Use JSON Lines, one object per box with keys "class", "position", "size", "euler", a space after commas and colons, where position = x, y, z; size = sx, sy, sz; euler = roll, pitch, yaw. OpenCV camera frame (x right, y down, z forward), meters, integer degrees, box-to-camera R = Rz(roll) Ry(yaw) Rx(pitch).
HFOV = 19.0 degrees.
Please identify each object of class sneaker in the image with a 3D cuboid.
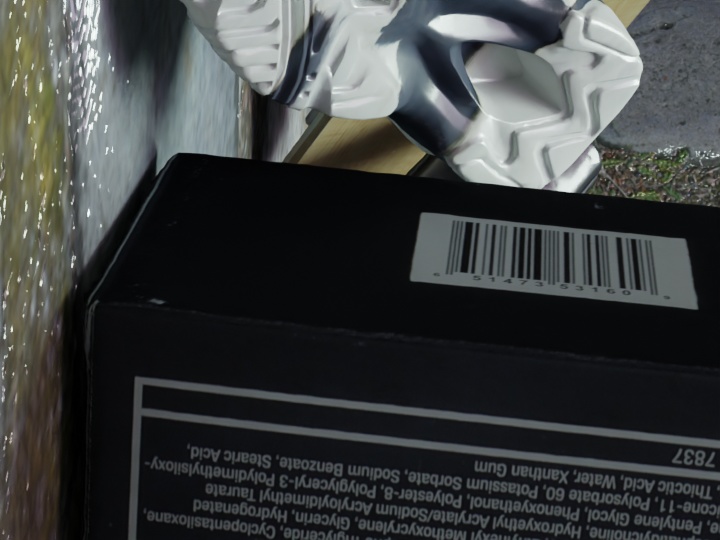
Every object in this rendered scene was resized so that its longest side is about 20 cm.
{"class": "sneaker", "position": [-0.015, -0.104, 0.553], "size": [0.080, 0.130, 0.199], "euler": [-50, 144, 15]}

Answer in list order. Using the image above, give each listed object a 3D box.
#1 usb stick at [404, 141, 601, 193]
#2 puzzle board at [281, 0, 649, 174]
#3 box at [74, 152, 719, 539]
{"class": "usb stick", "position": [0.020, 0.002, 0.762], "size": [0.200, 0.055, 0.033], "euler": [-48, -178, -35]}
{"class": "puzzle board", "position": [0.061, -0.101, 0.784], "size": [0.150, 0.017, 0.200], "euler": [-14, 152, -45]}
{"class": "box", "position": [0.033, 0.088, 0.549], "size": [0.123, 0.199, 0.199], "euler": [-75, 171, -69]}
